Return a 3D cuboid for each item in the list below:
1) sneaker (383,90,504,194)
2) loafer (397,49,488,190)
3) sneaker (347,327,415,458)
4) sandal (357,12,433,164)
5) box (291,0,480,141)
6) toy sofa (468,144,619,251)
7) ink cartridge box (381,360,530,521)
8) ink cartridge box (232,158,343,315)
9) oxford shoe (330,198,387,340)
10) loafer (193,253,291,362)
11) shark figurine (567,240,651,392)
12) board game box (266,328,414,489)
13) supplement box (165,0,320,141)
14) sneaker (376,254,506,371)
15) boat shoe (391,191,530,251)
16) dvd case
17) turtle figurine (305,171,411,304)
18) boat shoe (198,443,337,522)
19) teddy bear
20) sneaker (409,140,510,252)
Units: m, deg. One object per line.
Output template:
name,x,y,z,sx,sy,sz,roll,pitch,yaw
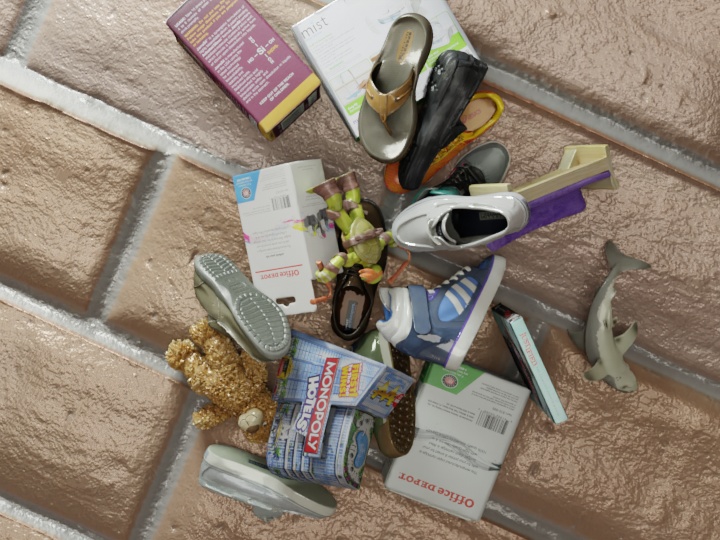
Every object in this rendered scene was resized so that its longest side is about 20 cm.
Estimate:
sneaker,0.110,-0.183,1.546,0.200,0.077,0.073,-42,94,3
loafer,0.108,-0.193,1.481,0.070,0.068,0.201,16,114,-18
sneaker,0.020,0.171,1.527,0.090,0.067,0.200,-24,51,30
sandal,0.044,-0.240,1.448,0.082,0.055,0.200,19,93,18
box,0.033,-0.303,1.528,0.200,0.097,0.177,-32,92,1
toy sofa,0.251,-0.097,1.505,0.200,0.083,0.098,-22,104,-30
ink cartridge box,0.130,0.228,1.561,0.146,0.083,0.200,22,91,-2
ink cartridge box,-0.096,-0.043,1.526,0.115,0.068,0.200,-8,94,42
oxford shoe,0.000,0.000,1.549,0.073,0.084,0.200,5,91,0
loafer,-0.164,0.060,1.523,0.200,0.075,0.070,49,133,33
shark figurine,0.330,0.072,1.565,0.128,0.089,0.215,-9,103,-34
board game box,-0.032,0.180,1.476,0.062,0.200,0.200,29,68,-41
supplement box,-0.154,-0.284,1.509,0.103,0.131,0.200,-43,93,0
sneaker,0.103,0.032,1.531,0.146,0.081,0.200,25,58,7
boat shoe,0.116,-0.061,1.432,0.200,0.065,0.074,-14,99,36
dvd case,0.224,0.120,1.500,0.022,0.200,0.146,-25,94,0
turtle figurine,-0.012,-0.044,1.471,0.200,0.064,0.161,-25,92,-41
boat shoe,-0.133,0.312,1.574,0.201,0.070,0.072,23,103,1
teddy bear,-0.185,0.159,1.560,0.145,0.067,0.200,-25,93,2
sneaker,0.132,-0.103,1.527,0.084,0.121,0.200,44,91,-3
